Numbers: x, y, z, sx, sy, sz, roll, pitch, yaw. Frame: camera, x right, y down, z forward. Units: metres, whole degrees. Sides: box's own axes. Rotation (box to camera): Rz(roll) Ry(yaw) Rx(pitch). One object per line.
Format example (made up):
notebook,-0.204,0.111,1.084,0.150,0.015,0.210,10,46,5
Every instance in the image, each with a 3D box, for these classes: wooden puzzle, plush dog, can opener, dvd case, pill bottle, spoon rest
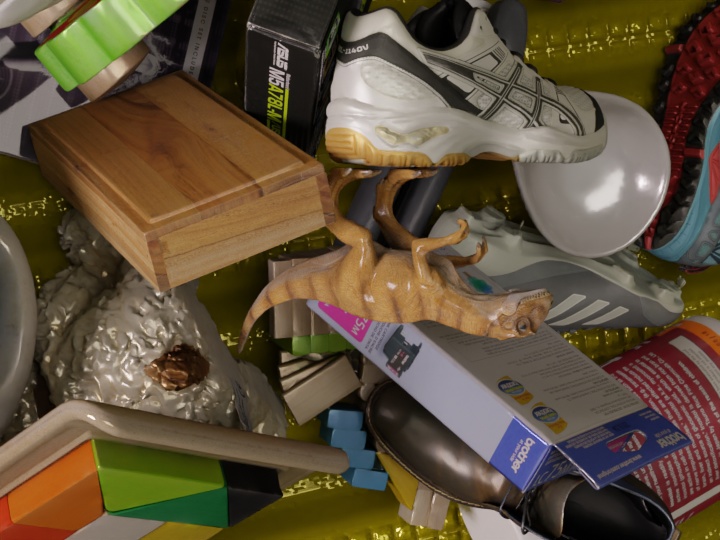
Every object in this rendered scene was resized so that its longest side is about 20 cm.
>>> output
wooden puzzle,-0.131,0.125,0.862,0.184,0.199,0.038,17,53,-48
plush dog,-0.155,0.075,0.945,0.171,0.161,0.201,-28,102,9
can opener,0.045,-0.080,1.044,0.053,0.067,0.202,27,82,-20
dvd case,-0.180,-0.137,0.980,0.198,0.016,0.150,14,86,-21
pill bottle,0.165,0.119,1.076,0.199,0.113,0.114,-27,102,-19
spoon rest,0.107,-0.082,1.007,0.199,0.061,0.100,33,92,-21

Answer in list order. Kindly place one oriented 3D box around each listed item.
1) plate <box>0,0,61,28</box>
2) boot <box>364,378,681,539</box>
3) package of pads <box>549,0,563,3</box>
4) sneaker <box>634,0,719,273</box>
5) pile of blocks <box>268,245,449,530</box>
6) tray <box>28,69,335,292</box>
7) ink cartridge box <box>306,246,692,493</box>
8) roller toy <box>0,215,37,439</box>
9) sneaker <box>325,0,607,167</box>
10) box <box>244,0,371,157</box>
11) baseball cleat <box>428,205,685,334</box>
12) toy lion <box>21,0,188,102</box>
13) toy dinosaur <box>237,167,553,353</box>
plate,-0.152,-0.198,0.884,0.200,0.199,0.032,-41,126,-15
boot,0.096,0.112,0.962,0.198,0.097,0.075,25,83,2
package of pads,0.100,-0.262,1.029,0.200,0.120,0.076,46,77,-16
sneaker,0.244,-0.094,1.131,0.095,0.079,0.202,28,85,-39
pile of blocks,-0.010,0.073,1.030,0.082,0.062,0.202,-28,106,-13
tray,-0.101,-0.055,0.897,0.098,0.200,0.037,-22,117,-19
ink cartridge box,0.077,0.057,0.932,0.119,0.199,0.042,-10,132,-55
roller toy,-0.265,0.032,0.857,0.201,0.182,0.140,-53,149,4
sneaker,0.066,-0.101,0.895,0.199,0.075,0.089,-5,98,-46
box,-0.014,-0.169,0.930,0.047,0.200,0.195,21,72,2
baseball cleat,0.114,0.020,1.086,0.198,0.070,0.107,18,112,-28
toy lion,-0.096,-0.168,0.899,0.200,0.191,0.069,-45,105,-18
toy dinosaur,0.000,0.000,0.872,0.060,0.198,0.108,-6,98,-57
